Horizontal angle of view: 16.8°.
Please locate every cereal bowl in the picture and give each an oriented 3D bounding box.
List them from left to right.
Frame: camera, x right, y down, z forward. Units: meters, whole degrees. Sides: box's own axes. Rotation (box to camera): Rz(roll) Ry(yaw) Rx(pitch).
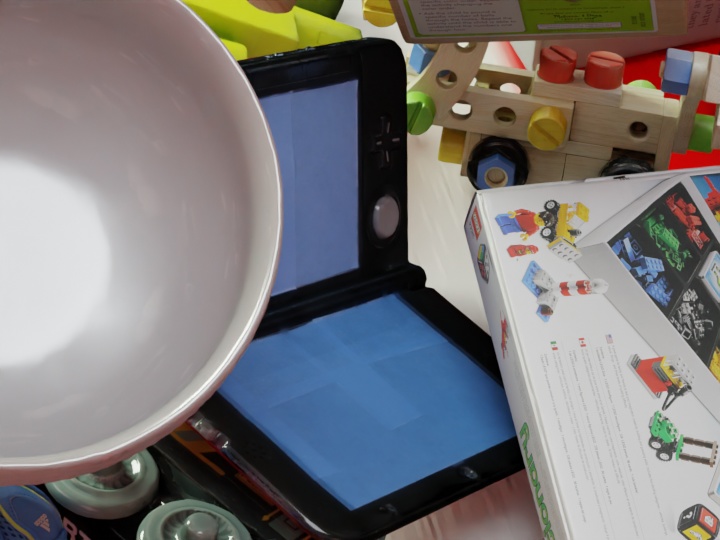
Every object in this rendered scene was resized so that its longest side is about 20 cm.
[{"bbox_3d":[-0.131,-0.015,0.879,0.200,0.083,0.200,5,70,-14],"label":"cereal bowl"}]

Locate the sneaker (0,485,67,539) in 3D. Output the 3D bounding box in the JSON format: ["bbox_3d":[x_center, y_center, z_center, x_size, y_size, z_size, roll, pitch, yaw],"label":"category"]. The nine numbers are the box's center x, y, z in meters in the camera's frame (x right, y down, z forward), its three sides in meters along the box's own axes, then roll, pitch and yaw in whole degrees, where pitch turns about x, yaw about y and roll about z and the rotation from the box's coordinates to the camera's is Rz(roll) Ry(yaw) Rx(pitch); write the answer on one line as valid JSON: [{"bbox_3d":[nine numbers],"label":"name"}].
[{"bbox_3d":[-0.164,0.076,0.911,0.105,0.200,0.076,-15,11,20],"label":"sneaker"}]

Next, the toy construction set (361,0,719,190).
[{"bbox_3d":[0.095,-0.093,1.121,0.200,0.131,0.092,17,30,17],"label":"toy construction set"}]

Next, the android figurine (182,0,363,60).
[{"bbox_3d":[-0.098,-0.146,1.171,0.200,0.041,0.182,15,33,-20],"label":"android figurine"}]

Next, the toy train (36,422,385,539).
[{"bbox_3d":[-0.084,0.088,0.984,0.200,0.085,0.114,36,41,26],"label":"toy train"}]

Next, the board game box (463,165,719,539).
[{"bbox_3d":[0.127,0.052,1.007,0.126,0.035,0.200,-6,61,-13],"label":"board game box"}]

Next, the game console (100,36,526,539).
[{"bbox_3d":[0.000,0.000,1.003,0.119,0.172,0.200,8,15,33],"label":"game console"}]

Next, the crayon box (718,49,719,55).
[{"bbox_3d":[0.264,-0.056,1.138,0.127,0.051,0.200,-4,38,-20],"label":"crayon box"}]

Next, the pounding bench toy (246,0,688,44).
[{"bbox_3d":[0.038,-0.194,1.040,0.200,0.124,0.156,-1,70,11],"label":"pounding bench toy"}]

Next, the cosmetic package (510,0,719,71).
[{"bbox_3d":[0.151,-0.226,1.234,0.200,0.165,0.165,-14,50,-19],"label":"cosmetic package"}]
